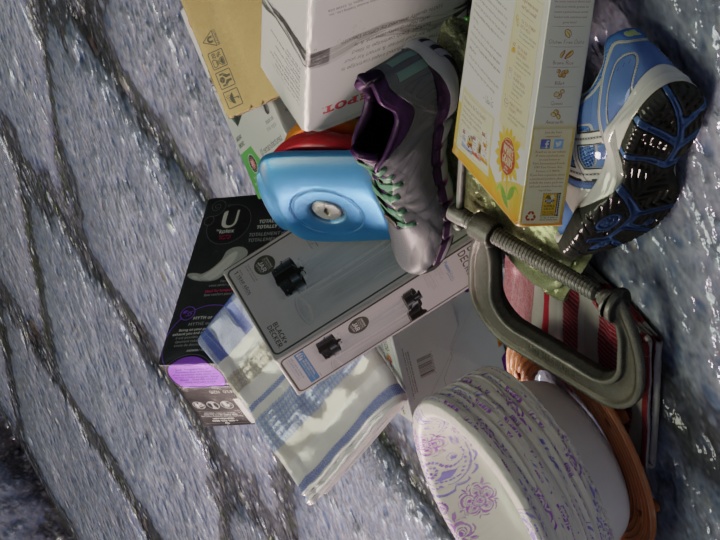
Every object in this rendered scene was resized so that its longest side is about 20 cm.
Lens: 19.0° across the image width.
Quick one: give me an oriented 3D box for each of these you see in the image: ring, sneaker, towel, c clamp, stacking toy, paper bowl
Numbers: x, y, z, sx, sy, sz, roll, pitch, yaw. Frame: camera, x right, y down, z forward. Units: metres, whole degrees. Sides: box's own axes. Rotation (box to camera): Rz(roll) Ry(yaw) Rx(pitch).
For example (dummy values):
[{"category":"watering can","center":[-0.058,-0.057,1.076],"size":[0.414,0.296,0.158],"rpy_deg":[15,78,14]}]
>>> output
[{"category":"ring","center":[0.179,0.134,1.722],"size":[0.201,0.019,0.201],"rpy_deg":[54,162,27]},{"category":"sneaker","center":[0.022,-0.077,1.631],"size":[0.074,0.087,0.201],"rpy_deg":[31,134,40]},{"category":"sneaker","center":[0.177,-0.083,1.472],"size":[0.077,0.075,0.200],"rpy_deg":[63,151,29]},{"category":"towel","center":[-0.054,0.085,1.878],"size":[0.147,0.024,0.200],"rpy_deg":[-49,63,27]},{"category":"c clamp","center":[0.136,0.014,1.600],"size":[0.200,0.027,0.171],"rpy_deg":[35,142,28]},{"category":"stacking toy","center":[-0.008,-0.129,1.774],"size":[0.116,0.109,0.201],"rpy_deg":[62,-146,-51]},{"category":"towel","center":[0.111,-0.083,1.616],"size":[0.200,0.036,0.149],"rpy_deg":[49,144,23]},{"category":"paper bowl","center":[0.135,0.168,1.692],"size":[0.201,0.104,0.201],"rpy_deg":[54,161,28]},{"category":"towel","center":[0.170,0.049,1.691],"size":[0.200,0.023,0.144],"rpy_deg":[48,154,42]}]

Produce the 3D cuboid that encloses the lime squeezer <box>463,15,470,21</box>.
[{"category":"lime squeezer","center":[0.096,-0.107,1.713],"size":[0.201,0.038,0.071],"rpy_deg":[89,-177,-47]}]

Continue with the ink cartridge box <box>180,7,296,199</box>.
[{"category":"ink cartridge box","center":[-0.081,-0.184,1.990],"size":[0.201,0.084,0.146],"rpy_deg":[67,160,3]}]

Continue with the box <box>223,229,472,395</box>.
[{"category":"box","center":[0.000,0.000,1.793],"size":[0.117,0.200,0.060],"rpy_deg":[55,178,39]}]

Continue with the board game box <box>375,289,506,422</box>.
[{"category":"board game box","center":[0.032,0.041,1.914],"size":[0.200,0.103,0.105],"rpy_deg":[31,141,57]}]

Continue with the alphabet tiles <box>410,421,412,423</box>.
[{"category":"alphabet tiles","center":[0.097,0.213,1.971],"size":[0.168,0.008,0.200],"rpy_deg":[58,178,-6]}]

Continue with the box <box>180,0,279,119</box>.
[{"category":"box","center":[-0.085,-0.253,1.876],"size":[0.163,0.021,0.201],"rpy_deg":[-21,92,28]}]

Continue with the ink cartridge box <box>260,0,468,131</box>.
[{"category":"ink cartridge box","center":[0.004,-0.219,1.644],"size":[0.084,0.145,0.200],"rpy_deg":[55,157,31]}]

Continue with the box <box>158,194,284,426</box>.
[{"category":"box","center":[-0.096,0.036,2.041],"size":[0.106,0.122,0.201],"rpy_deg":[59,-143,-47]}]

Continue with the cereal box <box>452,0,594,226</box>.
[{"category":"cereal box","center":[0.113,-0.149,1.482],"size":[0.144,0.039,0.201],"rpy_deg":[-122,35,-60]}]
